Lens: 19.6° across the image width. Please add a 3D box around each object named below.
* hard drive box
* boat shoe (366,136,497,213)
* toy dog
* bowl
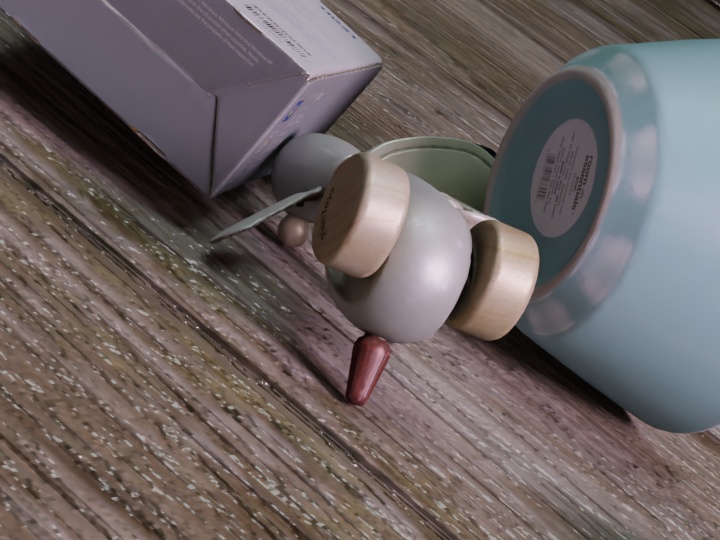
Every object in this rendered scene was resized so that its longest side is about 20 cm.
[{"bbox_3d":[-0.083,-0.122,1.030,0.156,0.077,0.200,42,13,3],"label":"hard drive box"},{"bbox_3d":[0.057,-0.030,1.105,0.198,0.075,0.066,3,3,-40],"label":"boat shoe"},{"bbox_3d":[0.000,0.000,0.924,0.131,0.097,0.200,27,2,-2],"label":"toy dog"},{"bbox_3d":[0.131,-0.029,1.012,0.104,0.202,0.201,14,23,-25],"label":"bowl"}]
